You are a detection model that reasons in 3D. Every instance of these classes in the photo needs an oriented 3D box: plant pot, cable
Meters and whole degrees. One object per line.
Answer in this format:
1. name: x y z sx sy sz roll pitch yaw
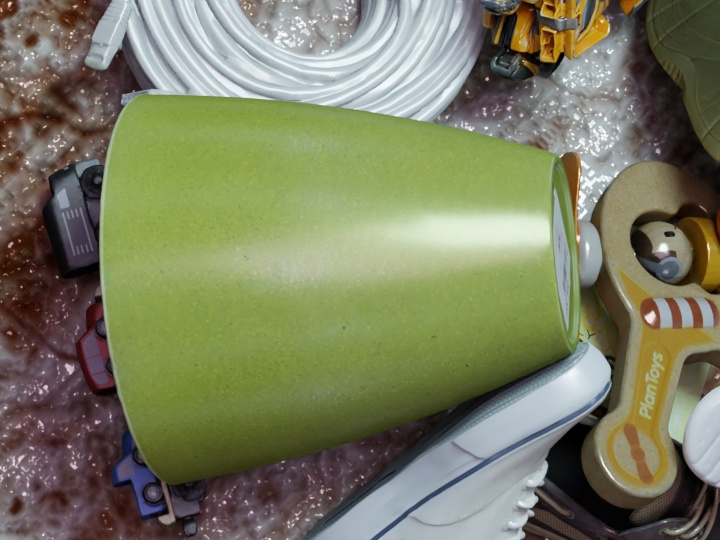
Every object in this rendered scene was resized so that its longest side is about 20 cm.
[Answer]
1. plant pot: 0.000 0.000 1.111 0.198 0.187 0.189 -5 77 12
2. cable: -0.032 -0.147 1.233 0.198 0.069 0.202 16 74 -6

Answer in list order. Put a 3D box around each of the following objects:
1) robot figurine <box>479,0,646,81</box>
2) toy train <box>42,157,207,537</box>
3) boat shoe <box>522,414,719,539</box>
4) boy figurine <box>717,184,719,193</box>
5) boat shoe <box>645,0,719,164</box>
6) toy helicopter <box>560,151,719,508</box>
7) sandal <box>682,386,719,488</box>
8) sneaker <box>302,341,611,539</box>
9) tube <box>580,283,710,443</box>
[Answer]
1. robot figurine: 0.126 -0.183 1.213 0.058 0.146 0.200 20 44 27
2. toy train: -0.122 0.041 1.192 0.045 0.034 0.202 -16 80 -9
3. boat shoe: 0.150 0.123 1.197 0.198 0.073 0.075 17 75 -5
4. boy figurine: 0.287 0.003 1.254 0.124 0.064 0.200 -41 87 -16
5. boat shoe: 0.200 -0.102 1.233 0.071 0.202 0.066 -29 125 16
6. toy helicopter: 0.139 0.026 1.174 0.132 0.079 0.201 27 53 -13
7. sandal: 0.235 0.069 1.183 0.205 0.059 0.080 5 110 -32
8. sneaker: 0.058 0.108 1.147 0.071 0.200 0.073 48 34 -4
9. tube: 0.094 0.019 1.227 0.199 0.052 0.058 27 104 -8
